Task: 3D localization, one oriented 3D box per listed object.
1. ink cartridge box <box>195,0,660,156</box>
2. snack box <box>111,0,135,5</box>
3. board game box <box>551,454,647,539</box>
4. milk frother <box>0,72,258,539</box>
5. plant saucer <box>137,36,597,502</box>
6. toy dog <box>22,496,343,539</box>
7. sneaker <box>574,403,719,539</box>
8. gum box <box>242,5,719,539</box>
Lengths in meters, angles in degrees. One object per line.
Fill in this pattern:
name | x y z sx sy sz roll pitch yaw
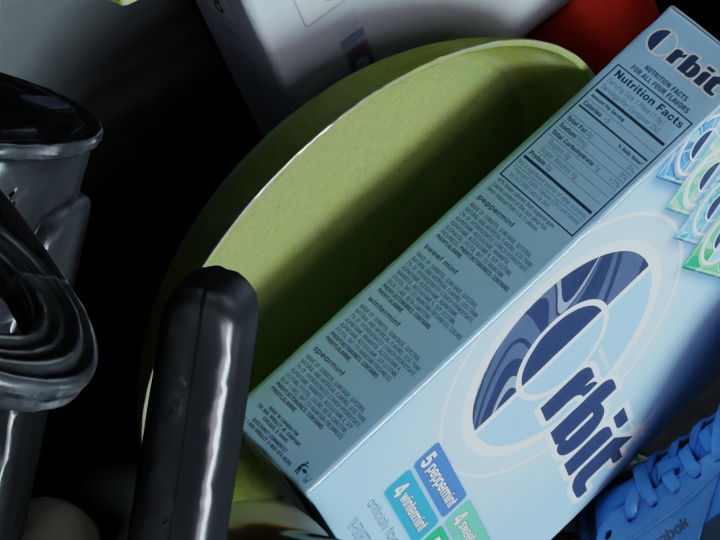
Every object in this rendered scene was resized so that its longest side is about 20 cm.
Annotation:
ink cartridge box | 0.040 -0.083 0.887 0.162 0.057 0.200 -38 128 -14
snack box | -0.029 -0.183 0.732 0.200 0.053 0.143 -41 137 -37
board game box | 0.106 0.140 1.075 0.200 0.035 0.127 23 100 -44
milk frother | -0.138 0.050 0.695 0.200 0.180 0.189 -15 120 -64
plant saucer | 0.000 0.000 0.878 0.200 0.031 0.200 -31 146 -24
toy dog | -0.068 0.153 0.823 0.200 0.194 0.139 -41 127 15
sneaker | 0.121 0.089 0.959 0.066 0.078 0.200 -51 167 -54
gum box | 0.061 0.028 0.914 0.200 0.045 0.170 -42 151 -8
